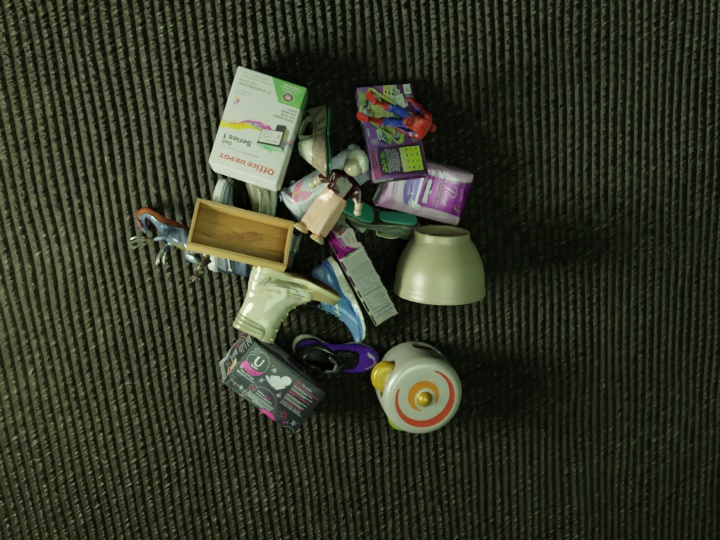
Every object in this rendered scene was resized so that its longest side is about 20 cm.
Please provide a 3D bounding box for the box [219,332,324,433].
[{"bbox_3d":[-0.191,0.232,1.754,0.200,0.132,0.115,40,92,-18],"label":"box"}]

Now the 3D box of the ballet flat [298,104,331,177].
[{"bbox_3d":[-0.091,-0.256,1.617,0.066,0.201,0.069,-1,134,-2],"label":"ballet flat"}]

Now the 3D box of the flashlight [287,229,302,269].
[{"bbox_3d":[-0.181,0.010,1.729,0.067,0.068,0.202,14,104,-11],"label":"flashlight"}]

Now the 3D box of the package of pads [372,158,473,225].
[{"bbox_3d":[0.131,-0.177,1.729,0.198,0.076,0.122,13,105,-14],"label":"package of pads"}]

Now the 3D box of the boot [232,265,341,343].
[{"bbox_3d":[-0.153,0.080,1.688,0.198,0.072,0.156,19,97,-18],"label":"boot"}]

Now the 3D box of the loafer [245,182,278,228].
[{"bbox_3d":[-0.204,-0.166,1.678,0.069,0.075,0.203,8,95,-7],"label":"loafer"}]

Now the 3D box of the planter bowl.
[{"bbox_3d":[0.169,-0.020,1.713,0.198,0.200,0.136,-2,106,-10],"label":"planter bowl"}]

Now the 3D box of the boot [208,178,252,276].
[{"bbox_3d":[-0.259,-0.088,1.677,0.089,0.073,0.202,10,113,5],"label":"boot"}]

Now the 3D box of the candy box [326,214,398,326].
[{"bbox_3d":[0.000,0.000,1.694,0.061,0.137,0.201,-28,128,-1],"label":"candy box"}]

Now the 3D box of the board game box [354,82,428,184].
[{"bbox_3d":[0.063,-0.282,1.663,0.119,0.032,0.202,-6,79,-16],"label":"board game box"}]

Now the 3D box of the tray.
[{"bbox_3d":[-0.237,-0.069,1.610,0.198,0.037,0.100,14,69,-13],"label":"tray"}]

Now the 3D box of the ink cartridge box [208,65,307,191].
[{"bbox_3d":[-0.200,-0.276,1.598,0.143,0.084,0.202,17,86,-3],"label":"ink cartridge box"}]

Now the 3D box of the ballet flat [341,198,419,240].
[{"bbox_3d":[0.028,-0.103,1.740,0.198,0.068,0.064,12,133,-11],"label":"ballet flat"}]

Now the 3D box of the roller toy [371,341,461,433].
[{"bbox_3d":[0.128,0.261,1.816,0.181,0.140,0.202,-25,109,-3],"label":"roller toy"}]

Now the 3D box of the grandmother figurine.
[{"bbox_3d":[-0.045,-0.152,1.619,0.121,0.061,0.201,30,98,-13],"label":"grandmother figurine"}]

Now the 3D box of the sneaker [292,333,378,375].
[{"bbox_3d":[-0.049,0.199,1.786,0.198,0.100,0.070,10,104,-16],"label":"sneaker"}]

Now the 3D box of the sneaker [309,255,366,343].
[{"bbox_3d":[-0.048,0.072,1.773,0.088,0.079,0.202,-26,100,5],"label":"sneaker"}]

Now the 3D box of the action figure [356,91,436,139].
[{"bbox_3d":[0.068,-0.314,1.610,0.199,0.099,0.066,9,117,-41],"label":"action figure"}]

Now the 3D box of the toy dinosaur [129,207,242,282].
[{"bbox_3d":[-0.372,-0.068,1.653,0.199,0.105,0.182,-30,78,-22],"label":"toy dinosaur"}]

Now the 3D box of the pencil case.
[{"bbox_3d":[-0.071,-0.181,1.687,0.199,0.091,0.083,-32,131,1],"label":"pencil case"}]
